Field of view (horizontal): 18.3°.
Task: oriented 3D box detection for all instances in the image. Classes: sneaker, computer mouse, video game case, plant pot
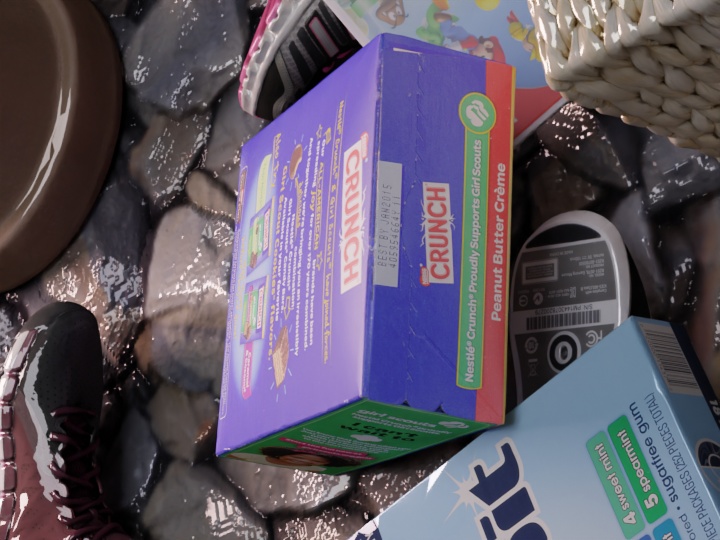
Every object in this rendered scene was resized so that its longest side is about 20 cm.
[{"bbox_3d":[-0.145,0.124,1.218,0.115,0.075,0.202,13,96,37],"label":"sneaker"},{"bbox_3d":[0.109,0.074,1.033,0.109,0.044,0.202,-6,78,43],"label":"computer mouse"},{"bbox_3d":[0.040,-0.161,1.073,0.200,0.017,0.143,49,123,-1],"label":"video game case"},{"bbox_3d":[-0.269,-0.101,1.316,0.199,0.174,0.202,-14,68,38],"label":"plant pot"},{"bbox_3d":[0.003,-0.142,1.166,0.200,0.087,0.074,-56,13,38],"label":"sneaker"}]

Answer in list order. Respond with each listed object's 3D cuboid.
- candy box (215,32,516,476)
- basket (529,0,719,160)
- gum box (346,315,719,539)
[{"bbox_3d":[0.000,0.000,1.069,0.200,0.076,0.171,151,126,-66],"label":"candy box"},{"bbox_3d":[0.173,-0.160,0.914,0.160,0.197,0.202,-28,61,34],"label":"basket"},{"bbox_3d":[0.092,0.146,0.975,0.200,0.044,0.171,-41,57,32],"label":"gum box"}]
